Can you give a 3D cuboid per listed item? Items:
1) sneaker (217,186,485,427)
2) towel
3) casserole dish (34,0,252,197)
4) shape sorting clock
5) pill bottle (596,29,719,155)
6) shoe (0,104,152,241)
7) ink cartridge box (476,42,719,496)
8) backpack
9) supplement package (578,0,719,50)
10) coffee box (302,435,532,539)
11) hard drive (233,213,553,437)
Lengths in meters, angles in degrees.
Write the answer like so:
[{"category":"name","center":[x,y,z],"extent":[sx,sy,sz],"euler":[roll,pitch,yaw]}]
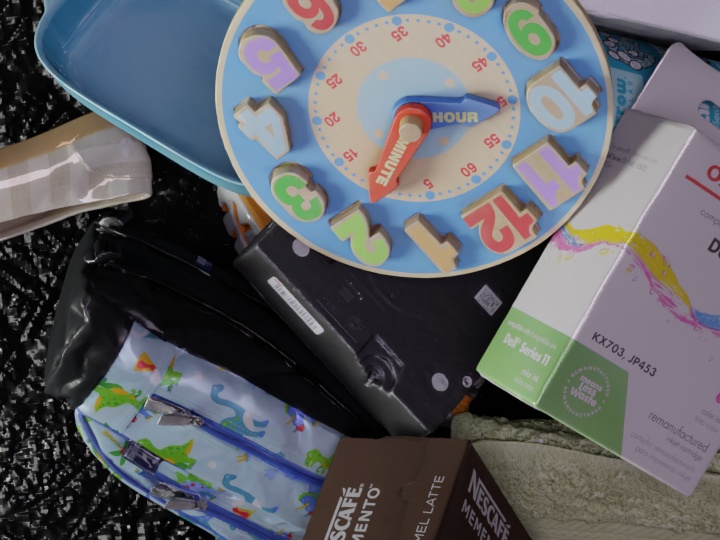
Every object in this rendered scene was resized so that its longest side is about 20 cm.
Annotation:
[{"category":"sneaker","center":[0.000,0.000,1.217],"extent":[0.200,0.078,0.077],"euler":[42,79,-9]},{"category":"towel","center":[0.147,0.147,1.197],"extent":[0.199,0.037,0.149],"euler":[4,127,16]},{"category":"casserole dish","center":[-0.085,-0.111,1.178],"extent":[0.199,0.039,0.121],"euler":[30,66,16]},{"category":"shape sorting clock","center":[0.026,-0.080,1.060],"extent":[0.199,0.039,0.201],"euler":[2,127,3]},{"category":"pill bottle","center":[0.133,-0.073,1.162],"extent":[0.199,0.111,0.111],"euler":[10,95,-26]},{"category":"shoe","center":[-0.211,-0.036,1.198],"extent":[0.199,0.070,0.054],"euler":[-21,88,-3]},{"category":"ink cartridge box","center":[0.164,-0.002,1.094],"extent":[0.117,0.067,0.201],"euler":[30,90,-27]},{"category":"backpack","center":[-0.077,0.071,1.184],"extent":[0.199,0.163,0.154],"euler":[17,103,-11]},{"category":"supplement package","center":[0.120,-0.207,1.134],"extent":[0.190,0.200,0.148],"euler":[12,95,-5]},{"category":"coffee box","center":[0.044,0.190,1.143],"extent":[0.079,0.115,0.200],"euler":[0,141,29]},{"category":"hard drive","center":[0.039,-0.019,1.177],"extent":[0.140,0.038,0.200],"euler":[46,57,-7]}]
